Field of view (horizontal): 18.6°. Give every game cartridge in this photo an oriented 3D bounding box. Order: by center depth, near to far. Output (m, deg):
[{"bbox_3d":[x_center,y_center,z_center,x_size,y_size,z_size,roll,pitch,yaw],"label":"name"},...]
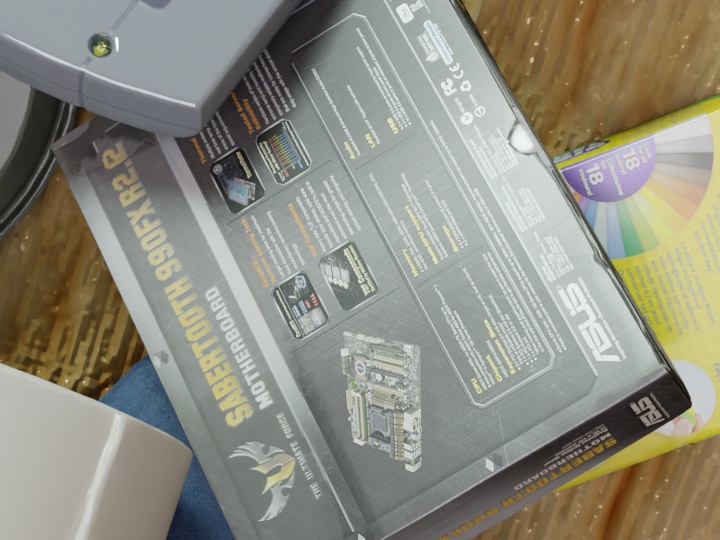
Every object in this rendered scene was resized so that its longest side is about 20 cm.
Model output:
[{"bbox_3d":[-0.111,-0.139,0.780,0.200,0.041,0.133,34,67,6],"label":"game cartridge"}]

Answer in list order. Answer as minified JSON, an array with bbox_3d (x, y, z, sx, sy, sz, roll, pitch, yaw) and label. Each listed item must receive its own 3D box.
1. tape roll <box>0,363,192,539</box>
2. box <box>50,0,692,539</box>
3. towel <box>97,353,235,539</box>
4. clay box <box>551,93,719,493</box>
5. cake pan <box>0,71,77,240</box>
[{"bbox_3d":[-0.171,0.094,0.735,0.202,0.203,0.139,17,79,3],"label":"tape roll"},{"bbox_3d":[0.000,0.000,0.780,0.158,0.048,0.200,-32,66,8],"label":"box"},{"bbox_3d":[-0.032,0.118,0.809,0.112,0.049,0.200,-41,63,5],"label":"towel"},{"bbox_3d":[0.089,0.013,0.823,0.200,0.048,0.115,-20,97,10],"label":"clay box"},{"bbox_3d":[-0.205,-0.084,0.826,0.200,0.037,0.201,0,96,-1],"label":"cake pan"}]
